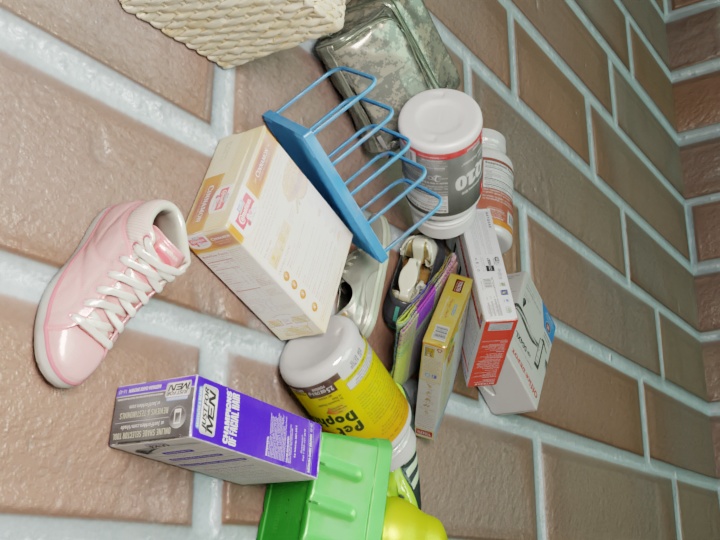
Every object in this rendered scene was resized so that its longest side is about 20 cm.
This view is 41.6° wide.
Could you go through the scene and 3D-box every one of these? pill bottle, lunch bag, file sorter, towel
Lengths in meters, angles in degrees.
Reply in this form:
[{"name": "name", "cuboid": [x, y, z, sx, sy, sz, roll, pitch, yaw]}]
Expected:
[{"name": "pill bottle", "cuboid": [0.114, -0.143, 1.319, 0.201, 0.112, 0.115, 80, 19, -54]}, {"name": "lunch bag", "cuboid": [0.031, -0.284, 1.355, 0.168, 0.138, 0.201, -49, 122, -33]}, {"name": "pill bottle", "cuboid": [-0.008, 0.158, 1.165, 0.201, 0.108, 0.110, 56, 38, -31]}, {"name": "pill bottle", "cuboid": [0.201, -0.131, 1.589, 0.112, 0.111, 0.202, 35, 51, -48]}, {"name": "file sorter", "cuboid": [-0.005, -0.139, 1.198, 0.122, 0.139, 0.201, -39, 121, -10]}, {"name": "towel", "cuboid": [0.087, 0.077, 1.343, 0.200, 0.023, 0.145, -49, 154, -46]}]

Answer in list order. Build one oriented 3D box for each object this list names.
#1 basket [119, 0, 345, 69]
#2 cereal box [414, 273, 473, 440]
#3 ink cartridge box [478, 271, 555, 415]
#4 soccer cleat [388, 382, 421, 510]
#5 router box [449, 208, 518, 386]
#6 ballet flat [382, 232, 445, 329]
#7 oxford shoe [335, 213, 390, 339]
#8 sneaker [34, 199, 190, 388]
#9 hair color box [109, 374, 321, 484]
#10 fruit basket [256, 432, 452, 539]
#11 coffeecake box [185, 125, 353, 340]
[{"name": "basket", "cuboid": [-0.133, -0.349, 1.047, 0.197, 0.198, 0.163, 22, 64, -53]}, {"name": "cereal box", "cuboid": [0.117, 0.125, 1.357, 0.144, 0.039, 0.202, -63, 163, -45]}, {"name": "ink cartridge box", "cuboid": [0.259, 0.125, 1.626, 0.147, 0.084, 0.201, 57, 37, -31]}, {"name": "soccer cleat", "cuboid": [0.049, 0.252, 1.281, 0.081, 0.067, 0.203, 20, 64, -72]}, {"name": "router box", "cuboid": [0.176, 0.041, 1.418, 0.180, 0.048, 0.202, 96, -12, -54]}, {"name": "ballet flat", "cuboid": [0.082, -0.003, 1.391, 0.073, 0.072, 0.201, 56, 41, -32]}, {"name": "oxford shoe", "cuboid": [0.000, 0.000, 1.277, 0.057, 0.075, 0.202, 20, 55, -13]}, {"name": "sneaker", "cuboid": [-0.223, 0.012, 0.876, 0.075, 0.104, 0.202, 51, 42, -39]}, {"name": "hair color box", "cuboid": [-0.140, 0.165, 0.954, 0.199, 0.108, 0.066, 32, 54, -50]}, {"name": "fruit basket", "cuboid": [-0.005, 0.298, 1.080, 0.214, 0.155, 0.218, 19, 60, -38]}, {"name": "coffeecake box", "cuboid": [-0.103, -0.041, 1.111, 0.200, 0.072, 0.155, 50, 42, -38]}]
